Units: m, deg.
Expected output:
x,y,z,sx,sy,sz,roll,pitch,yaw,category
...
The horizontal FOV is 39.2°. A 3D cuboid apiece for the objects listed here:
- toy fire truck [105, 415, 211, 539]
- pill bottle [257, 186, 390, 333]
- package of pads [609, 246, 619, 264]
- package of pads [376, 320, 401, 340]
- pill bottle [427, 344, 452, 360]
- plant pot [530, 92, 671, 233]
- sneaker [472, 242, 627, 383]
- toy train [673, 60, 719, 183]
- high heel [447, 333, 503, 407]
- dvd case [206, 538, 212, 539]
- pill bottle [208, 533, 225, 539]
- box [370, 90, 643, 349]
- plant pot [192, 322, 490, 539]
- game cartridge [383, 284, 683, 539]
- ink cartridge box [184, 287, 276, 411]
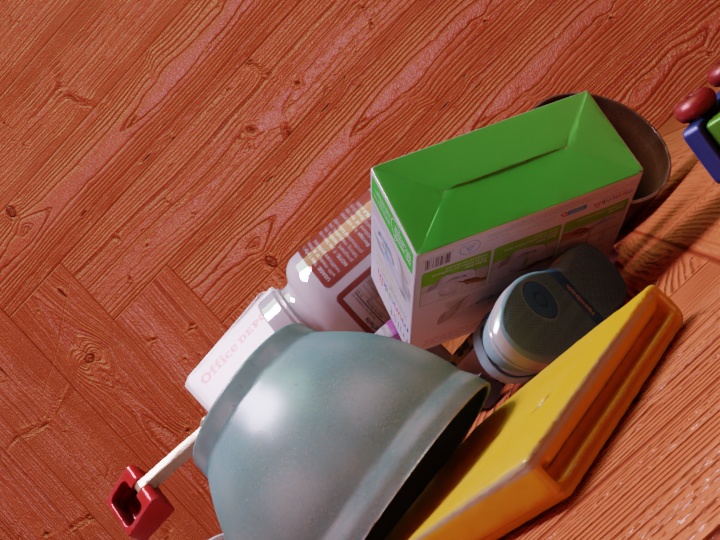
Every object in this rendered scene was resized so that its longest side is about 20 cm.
x,y,z,sx,sy,sz,roll,pitch,yaw,category
-0.124,0.170,0.944,0.200,0.049,0.141,-50,-38,0,toy fire truck
0.000,0.000,1.000,0.200,0.112,0.112,-41,-4,2,pill bottle
0.217,-0.001,1.124,0.121,0.076,0.200,-48,-4,9,package of pads
0.072,0.014,1.129,0.200,0.068,0.155,-26,15,39,package of pads
0.021,0.167,1.142,0.200,0.112,0.112,-44,-4,-17,pill bottle
0.273,-0.093,1.311,0.187,0.187,0.200,-41,-19,-34,plant pot
0.127,0.057,0.798,0.131,0.080,0.200,-44,-13,34,sneaker
0.340,-0.150,0.788,0.200,0.085,0.116,-41,6,-39,toy train
0.149,0.054,1.023,0.200,0.071,0.143,-53,5,-11,high heel
-0.149,0.309,1.008,0.199,0.018,0.143,-3,-44,-41,dvd case
-0.140,0.298,0.847,0.110,0.110,0.200,-40,-6,-47,pill bottle
0.117,-0.034,0.863,0.199,0.097,0.177,-21,-27,-10,box
-0.024,0.119,0.671,0.200,0.134,0.201,-50,-16,-20,plant pot
0.089,0.110,0.599,0.176,0.032,0.200,-41,-8,-43,game cartridge
-0.068,0.136,1.071,0.146,0.200,0.084,-48,-36,-3,ink cartridge box
